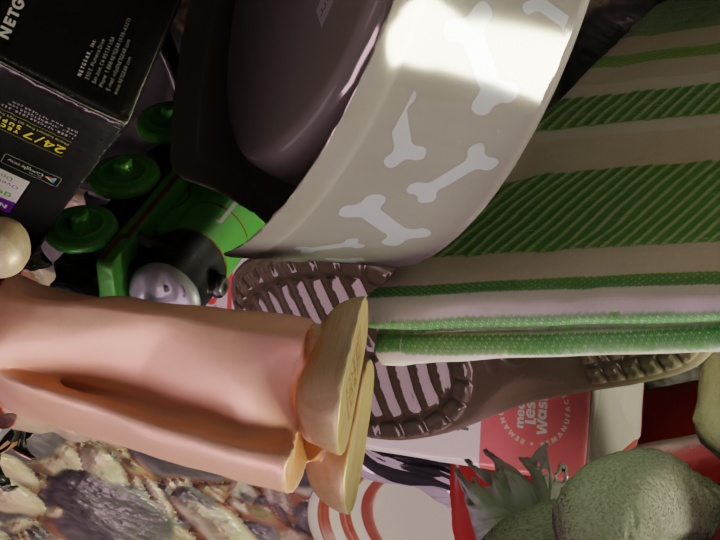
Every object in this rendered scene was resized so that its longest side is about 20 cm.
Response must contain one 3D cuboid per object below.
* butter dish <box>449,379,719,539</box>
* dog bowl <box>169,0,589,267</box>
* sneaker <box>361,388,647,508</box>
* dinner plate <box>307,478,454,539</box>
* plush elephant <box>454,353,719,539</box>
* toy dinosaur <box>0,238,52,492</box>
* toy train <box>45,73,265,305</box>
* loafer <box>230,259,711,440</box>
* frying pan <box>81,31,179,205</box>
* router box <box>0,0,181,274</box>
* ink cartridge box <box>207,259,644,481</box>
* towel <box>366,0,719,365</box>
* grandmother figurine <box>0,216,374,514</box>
[{"bbox_3d":[0.142,0.151,1.011,0.198,0.201,0.148,-10,145,1],"label":"butter dish"},{"bbox_3d":[0.009,-0.092,0.777,0.058,0.201,0.200,15,153,-19],"label":"dog bowl"},{"bbox_3d":[0.071,0.050,1.068,0.199,0.076,0.114,16,149,10],"label":"sneaker"},{"bbox_3d":[0.072,0.130,1.245,0.199,0.024,0.201,16,150,9],"label":"dinner plate"},{"bbox_3d":[0.122,0.105,0.847,0.154,0.200,0.165,-19,127,3],"label":"plush elephant"},{"bbox_3d":[-0.150,0.044,0.978,0.102,0.135,0.200,57,165,-3],"label":"toy dinosaur"},{"bbox_3d":[-0.036,-0.042,0.877,0.056,0.200,0.042,11,129,20],"label":"toy train"},{"bbox_3d":[0.044,0.006,0.898,0.199,0.068,0.076,-5,115,40],"label":"loafer"},{"bbox_3d":[-0.085,-0.047,0.969,0.115,0.031,0.191,-9,120,48],"label":"frying pan"},{"bbox_3d":[-0.077,-0.099,0.804,0.051,0.201,0.149,26,149,-11],"label":"router box"},{"bbox_3d":[0.000,0.000,0.987,0.199,0.067,0.117,7,102,23],"label":"ink cartridge box"},{"bbox_3d":[0.106,-0.033,0.801,0.152,0.200,0.024,-4,118,37],"label":"towel"},{"bbox_3d":[-0.099,0.021,0.759,0.199,0.061,0.122,8,143,8],"label":"grandmother figurine"}]
